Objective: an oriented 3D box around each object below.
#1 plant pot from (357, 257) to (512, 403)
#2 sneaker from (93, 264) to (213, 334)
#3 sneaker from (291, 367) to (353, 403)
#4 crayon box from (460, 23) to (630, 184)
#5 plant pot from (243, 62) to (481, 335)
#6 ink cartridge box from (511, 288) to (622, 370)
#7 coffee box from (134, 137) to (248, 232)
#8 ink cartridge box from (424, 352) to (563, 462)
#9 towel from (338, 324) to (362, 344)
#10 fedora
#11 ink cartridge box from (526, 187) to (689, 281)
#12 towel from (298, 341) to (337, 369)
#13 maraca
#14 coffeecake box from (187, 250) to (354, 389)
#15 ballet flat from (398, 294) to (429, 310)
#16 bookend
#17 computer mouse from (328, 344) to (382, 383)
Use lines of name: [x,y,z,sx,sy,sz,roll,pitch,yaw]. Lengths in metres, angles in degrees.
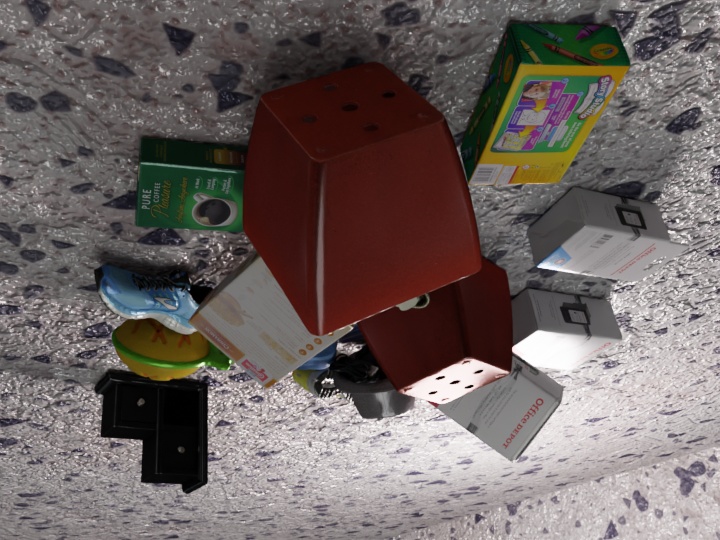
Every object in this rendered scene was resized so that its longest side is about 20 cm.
plant pot: [0.125,0.094,1.126,0.200,0.177,0.200,-31,146,28]
sneaker: [-0.292,0.023,1.052,0.090,0.078,0.200,-41,144,20]
sneaker: [-0.059,0.209,1.428,0.090,0.078,0.200,14,174,33]
crayon box: [0.195,-0.176,0.806,0.119,0.058,0.200,-2,150,-11]
plant pot: [-0.005,-0.090,0.736,0.200,0.200,0.176,-21,136,-19]
ink cartridge box: [0.348,0.111,1.324,0.200,0.084,0.145,8,147,-26]
coffee box: [-0.166,-0.098,0.873,0.200,0.044,0.123,2,147,-17]
ink cartridge box: [0.227,0.208,1.253,0.146,0.200,0.085,-59,167,19]
towel: [-0.011,0.066,1.230,0.145,0.024,0.200,-19,151,15]
fedora: [0.043,0.207,1.305,0.177,0.090,0.200,-11,-169,0]
ink cartridge box: [0.361,-0.048,1.063,0.200,0.067,0.116,8,147,-25]
towel: [-0.095,0.130,1.258,0.111,0.049,0.200,3,156,-3]
maraca: [-0.291,0.120,1.151,0.200,0.137,0.107,10,112,-27]
coffeecake box: [-0.117,0.055,1.007,0.154,0.073,0.200,43,126,-13]
ballet flat: [0.028,0.017,0.968,0.200,0.075,0.068,15,125,-46]
bookend: [-0.399,0.309,1.379,0.200,0.199,0.092,14,146,-32]
computer mouse: [0.052,0.136,1.279,0.200,0.053,0.138,-17,-168,-29]
